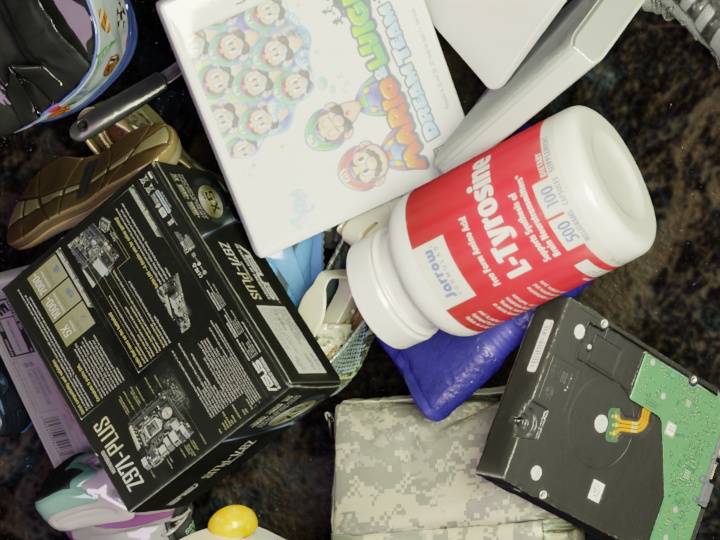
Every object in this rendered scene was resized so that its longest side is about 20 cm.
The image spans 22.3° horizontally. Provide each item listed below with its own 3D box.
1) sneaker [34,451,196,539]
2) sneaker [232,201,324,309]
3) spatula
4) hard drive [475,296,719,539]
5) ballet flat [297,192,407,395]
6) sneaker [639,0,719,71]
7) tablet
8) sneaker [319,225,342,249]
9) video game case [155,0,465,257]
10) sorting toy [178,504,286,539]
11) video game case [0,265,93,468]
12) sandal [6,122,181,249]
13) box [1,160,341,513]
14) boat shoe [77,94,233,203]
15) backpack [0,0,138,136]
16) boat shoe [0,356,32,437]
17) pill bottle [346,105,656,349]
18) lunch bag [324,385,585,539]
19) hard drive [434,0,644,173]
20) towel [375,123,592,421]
[{"bbox_3d":[-0.147,0.180,1.460,0.200,0.078,0.140,-31,111,30],"label":"sneaker"},{"bbox_3d":[-0.073,-0.032,1.381,0.066,0.078,0.200,28,126,51],"label":"sneaker"},{"bbox_3d":[-0.141,-0.159,1.410,0.200,0.021,0.057,-36,65,2],"label":"spatula"},{"bbox_3d":[0.181,0.120,1.318,0.038,0.200,0.140,4,69,54],"label":"hard drive"},{"bbox_3d":[0.000,0.000,1.364,0.074,0.074,0.200,24,87,10],"label":"ballet flat"},{"bbox_3d":[0.231,-0.189,1.315,0.114,0.075,0.200,-17,90,18],"label":"sneaker"},{"bbox_3d":[0.088,-0.229,1.308,0.130,0.014,0.200,-54,41,18],"label":"tablet"},{"bbox_3d":[-0.026,-0.125,1.406,0.115,0.075,0.200,25,107,23],"label":"sneaker"},{"bbox_3d":[-0.027,-0.134,1.314,0.182,0.024,0.200,-25,110,-11],"label":"video game case"},{"bbox_3d":[-0.052,0.280,1.397,0.200,0.180,0.107,30,96,-28],"label":"sorting toy"},{"bbox_3d":[-0.194,0.076,1.474,0.182,0.024,0.200,-14,113,17],"label":"video game case"},{"bbox_3d":[-0.203,-0.055,1.413,0.200,0.080,0.054,-20,130,37],"label":"sandal"},{"bbox_3d":[-0.138,0.049,1.336,0.164,0.086,0.200,-39,73,18],"label":"box"},{"bbox_3d":[-0.146,-0.057,1.448,0.200,0.063,0.073,41,108,4],"label":"boat shoe"},{"bbox_3d":[-0.269,-0.204,1.408,0.200,0.154,0.191,-30,85,26],"label":"backpack"},{"bbox_3d":[-0.350,0.059,1.524,0.200,0.069,0.084,36,108,6],"label":"boat shoe"},{"bbox_3d":[0.093,-0.023,1.267,0.200,0.112,0.112,-28,93,26],"label":"pill bottle"},{"bbox_3d":[0.076,0.172,1.393,0.200,0.139,0.168,-6,88,13],"label":"lunch bag"},{"bbox_3d":[0.133,-0.148,1.265,0.026,0.132,0.200,40,149,-6],"label":"hard drive"},{"bbox_3d":[0.095,0.002,1.365,0.200,0.050,0.148,-45,50,15],"label":"towel"}]
